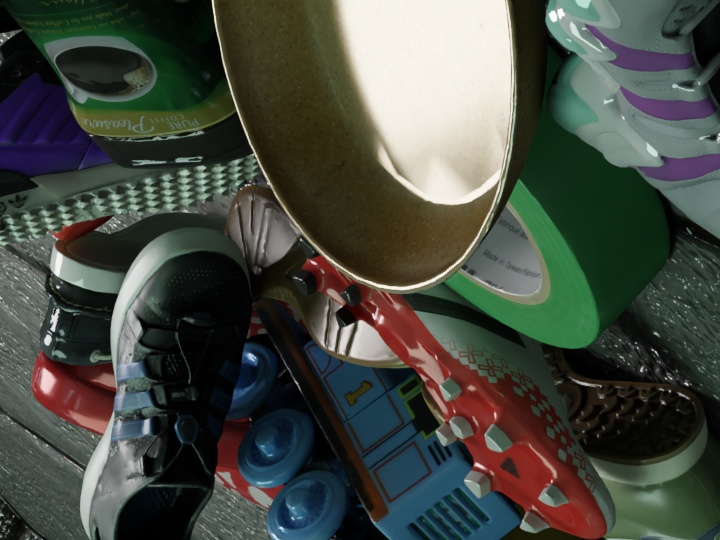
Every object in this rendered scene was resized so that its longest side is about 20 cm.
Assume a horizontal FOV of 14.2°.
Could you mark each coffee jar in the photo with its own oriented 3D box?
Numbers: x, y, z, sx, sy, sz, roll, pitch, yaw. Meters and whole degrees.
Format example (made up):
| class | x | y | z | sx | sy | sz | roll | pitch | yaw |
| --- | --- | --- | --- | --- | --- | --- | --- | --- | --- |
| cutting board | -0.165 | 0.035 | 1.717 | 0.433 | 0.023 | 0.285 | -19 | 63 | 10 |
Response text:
| class | x | y | z | sx | sy | sz | roll | pitch | yaw |
| --- | --- | --- | --- | --- | --- | --- | --- | --- | --- |
| coffee jar | -0.108 | -0.131 | 1.273 | 0.104 | 0.085 | 0.200 | -1 | 140 | 31 |

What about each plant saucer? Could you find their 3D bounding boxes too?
| class | x | y | z | sx | sy | sz | roll | pitch | yaw |
| --- | --- | --- | --- | --- | --- | --- | --- | --- | --- |
| plant saucer | 0.010 | -0.093 | 1.010 | 0.200 | 0.035 | 0.200 | 32 | 129 | 51 |

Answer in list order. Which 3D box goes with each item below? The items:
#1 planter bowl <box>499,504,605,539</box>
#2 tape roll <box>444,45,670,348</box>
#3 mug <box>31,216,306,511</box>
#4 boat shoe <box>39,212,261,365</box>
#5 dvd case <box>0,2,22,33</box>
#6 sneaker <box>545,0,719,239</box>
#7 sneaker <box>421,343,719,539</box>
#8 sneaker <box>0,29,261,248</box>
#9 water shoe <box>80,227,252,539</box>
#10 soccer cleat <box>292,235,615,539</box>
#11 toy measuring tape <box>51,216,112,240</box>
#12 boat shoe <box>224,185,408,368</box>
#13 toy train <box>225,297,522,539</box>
| class | x | y | z | sx | sy | sz | roll | pitch | yaw |
| --- | --- | --- | --- | --- | --- | --- | --- | --- | --- |
| planter bowl | 0.064 | 0.152 | 1.542 | 0.200 | 0.200 | 0.084 | 146 | 114 | -76 |
| tape roll | 0.037 | -0.055 | 1.183 | 0.200 | 0.048 | 0.200 | 41 | 166 | 13 |
| mug | -0.078 | 0.079 | 1.659 | 0.200 | 0.177 | 0.134 | 29 | 144 | 35 |
| boat shoe | -0.104 | 0.010 | 1.545 | 0.076 | 0.060 | 0.200 | 27 | -162 | 31 |
| dvd case | -0.202 | -0.168 | 1.328 | 0.143 | 0.018 | 0.200 | 49 | -168 | 0 |
| sneaker | 0.130 | -0.052 | 0.892 | 0.140 | 0.078 | 0.200 | 40 | 175 | 10 |
| sneaker | 0.108 | 0.091 | 1.362 | 0.200 | 0.067 | 0.090 | 16 | 144 | 56 |
| sneaker | -0.132 | -0.075 | 1.396 | 0.070 | 0.200 | 0.100 | 103 | 153 | -77 |
| water shoe | -0.089 | 0.074 | 1.459 | 0.079 | 0.071 | 0.200 | -123 | 39 | -49 |
| soccer cleat | 0.056 | 0.032 | 1.290 | 0.200 | 0.085 | 0.069 | 47 | 156 | 15 |
| toy measuring tape | -0.184 | -0.031 | 1.457 | 0.074 | 0.200 | 0.074 | 56 | 173 | 11 |
| boat shoe | 0.000 | 0.000 | 1.435 | 0.063 | 0.073 | 0.200 | 8 | -167 | -31 |
| toy train | -0.002 | 0.086 | 1.492 | 0.087 | 0.114 | 0.200 | 50 | -174 | -42 |
